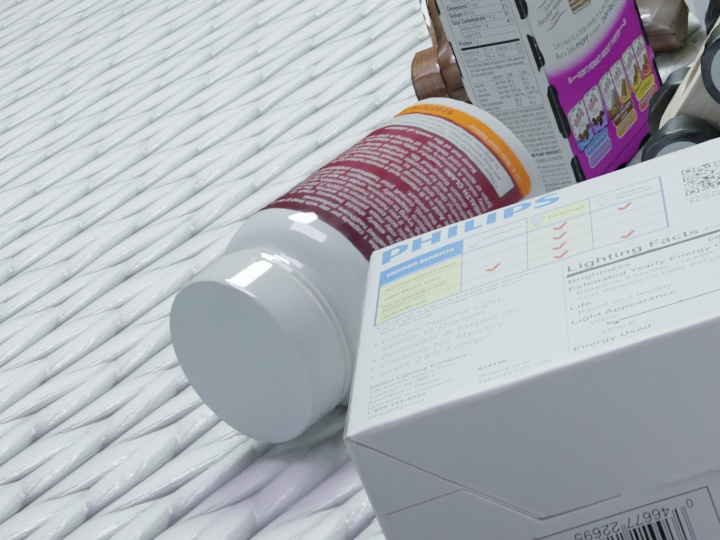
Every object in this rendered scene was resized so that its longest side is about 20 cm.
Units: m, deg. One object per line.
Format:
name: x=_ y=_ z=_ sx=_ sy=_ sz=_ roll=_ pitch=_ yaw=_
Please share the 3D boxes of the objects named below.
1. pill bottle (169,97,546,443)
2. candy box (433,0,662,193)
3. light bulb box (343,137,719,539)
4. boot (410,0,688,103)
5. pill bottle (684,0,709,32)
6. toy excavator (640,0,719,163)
pill bottle: x=0.000 y=0.000 z=1.317 sx=0.114 sy=0.115 sz=0.200 roll=0 pitch=28 yaw=45
candy box: x=0.107 y=-0.152 z=1.479 sx=0.061 sy=0.201 sz=0.136 roll=-7 pitch=23 yaw=33
light bulb box: x=0.108 y=0.051 z=1.059 sx=0.197 sy=0.125 sz=0.200 roll=-18 pitch=19 yaw=10
boot: x=0.140 y=-0.183 z=1.731 sx=0.199 sy=0.064 sz=0.187 roll=-18 pitch=33 yaw=18
pill bottle: x=0.260 y=-0.208 z=1.606 sx=0.111 sy=0.112 sz=0.200 roll=-14 pitch=20 yaw=18
toy excavator: x=0.271 y=-0.089 z=1.317 sx=0.195 sy=0.199 sz=0.100 roll=-61 pitch=4 yaw=25
